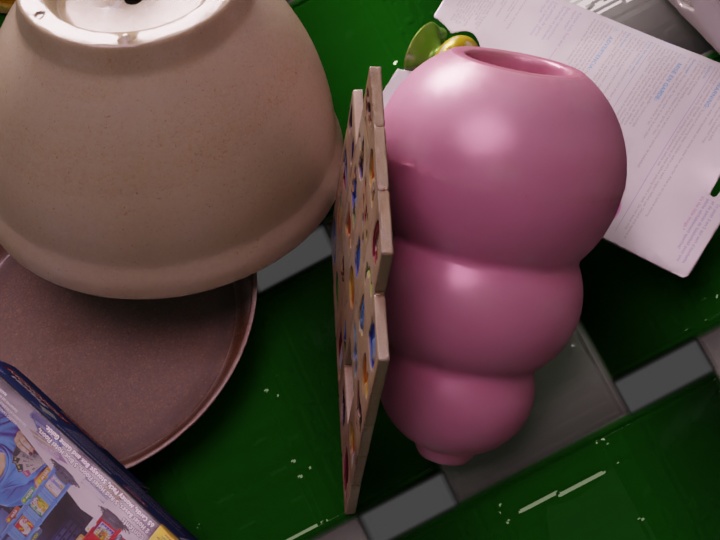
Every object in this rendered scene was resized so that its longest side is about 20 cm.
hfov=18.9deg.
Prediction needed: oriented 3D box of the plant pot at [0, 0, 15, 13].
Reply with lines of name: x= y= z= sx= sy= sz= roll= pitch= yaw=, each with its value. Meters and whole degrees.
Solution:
plant pot: x=-0.158 y=-0.280 z=1.256 sx=0.194 sy=0.195 sz=0.201 roll=12 pitch=61 yaw=23

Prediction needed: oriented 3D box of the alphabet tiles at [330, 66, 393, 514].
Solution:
alphabet tiles: x=0.000 y=0.000 z=1.044 sx=0.007 sy=0.201 sz=0.169 roll=1 pitch=60 yaw=-6

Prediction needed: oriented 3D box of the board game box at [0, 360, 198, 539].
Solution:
board game box: x=-0.178 y=0.180 z=1.064 sx=0.200 sy=0.062 sz=0.200 roll=39 pitch=90 yaw=21

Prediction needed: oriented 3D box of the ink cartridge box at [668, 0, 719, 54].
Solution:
ink cartridge box: x=0.245 y=-0.211 z=1.126 sx=0.199 sy=0.086 sz=0.147 roll=-29 pitch=38 yaw=-2

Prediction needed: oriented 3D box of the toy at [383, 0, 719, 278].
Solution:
toy: x=0.113 y=-0.075 z=1.134 sx=0.199 sy=0.047 sz=0.116 roll=27 pitch=74 yaw=22

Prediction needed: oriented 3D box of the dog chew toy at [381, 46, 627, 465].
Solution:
dog chew toy: x=0.058 y=-0.003 z=1.049 sx=0.124 sy=0.124 sz=0.202 roll=16 pitch=106 yaw=25

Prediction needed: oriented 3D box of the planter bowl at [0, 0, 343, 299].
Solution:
planter bowl: x=-0.111 y=-0.102 z=1.133 sx=0.198 sy=0.136 sz=0.201 roll=-3 pitch=44 yaw=3

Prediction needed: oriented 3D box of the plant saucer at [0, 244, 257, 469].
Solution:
plant saucer: x=-0.146 y=0.028 z=1.167 sx=0.198 sy=0.032 sz=0.202 roll=-7 pitch=60 yaw=13
